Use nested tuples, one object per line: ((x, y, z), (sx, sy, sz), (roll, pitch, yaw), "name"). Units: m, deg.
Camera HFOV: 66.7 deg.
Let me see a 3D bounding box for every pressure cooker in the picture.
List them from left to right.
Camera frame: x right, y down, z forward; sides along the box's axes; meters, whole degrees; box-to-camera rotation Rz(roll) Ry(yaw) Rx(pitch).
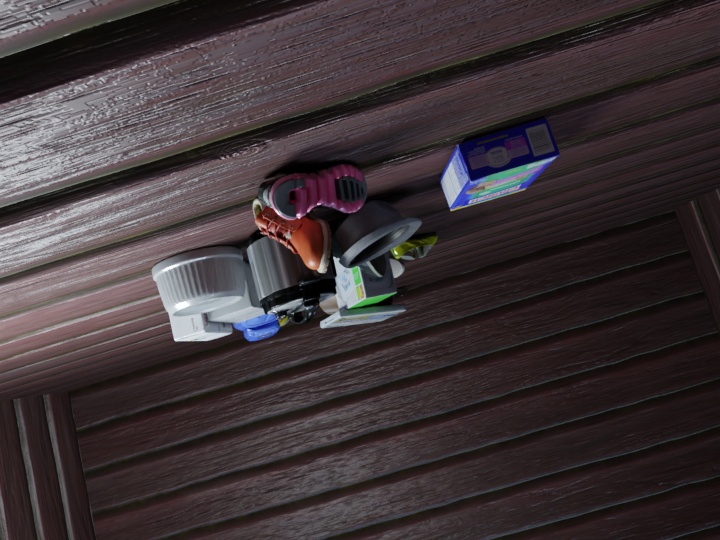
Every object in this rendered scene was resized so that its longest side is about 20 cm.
((-0.142, 0.012, 1.159), (0.176, 0.204, 0.175), (-19, 170, 18), "pressure cooker")

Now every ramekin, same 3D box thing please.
((-0.347, 0.029, 1.201), (0.196, 0.107, 0.200), (-15, 172, -2), "ramekin")

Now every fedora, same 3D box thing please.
((0.024, -0.088, 1.157), (0.198, 0.091, 0.177), (-27, 169, -23), "fedora")

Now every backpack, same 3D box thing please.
((-0.307, 0.117, 1.658), (0.160, 0.170, 0.200), (-20, 170, -21), "backpack")

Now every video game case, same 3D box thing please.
((0.004, 0.127, 1.527), (0.196, 0.023, 0.182), (-4, 167, -22), "video game case")

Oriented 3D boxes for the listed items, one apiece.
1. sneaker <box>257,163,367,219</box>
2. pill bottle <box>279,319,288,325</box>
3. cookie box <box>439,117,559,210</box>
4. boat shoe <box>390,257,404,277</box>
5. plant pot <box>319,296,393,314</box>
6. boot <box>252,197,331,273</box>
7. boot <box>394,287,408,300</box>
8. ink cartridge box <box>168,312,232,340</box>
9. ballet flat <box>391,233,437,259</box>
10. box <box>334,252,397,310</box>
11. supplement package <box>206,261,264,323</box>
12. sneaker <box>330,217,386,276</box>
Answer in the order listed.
((-0.077, -0.129, 0.878), (0.197, 0.081, 0.094), (-10, -166, -40), "sneaker")
((-0.336, 0.150, 1.991), (0.109, 0.113, 0.200), (-18, 171, 13), "pill bottle")
((0.251, -0.191, 1.026), (0.168, 0.077, 0.200), (-17, 172, -2), "cookie box")
((0.114, -0.010, 1.995), (0.092, 0.076, 0.199), (-18, -178, -37), "boat shoe")
((-0.025, 0.047, 1.701), (0.195, 0.205, 0.199), (-11, 175, 27), "plant pot")
((-0.112, -0.061, 0.878), (0.105, 0.201, 0.076), (1, 122, -27), "boot")
((0.179, 0.148, 3.169), (0.183, 0.066, 0.200), (-13, 176, -8), "boot")
((-0.409, 0.098, 1.387), (0.082, 0.148, 0.200), (-16, 172, 4), "ink cartridge box")
((0.169, -0.069, 1.686), (0.197, 0.068, 0.066), (-10, 169, -40), "ballet flat")
((0.000, 0.000, 1.429), (0.095, 0.180, 0.200), (-10, 170, -24), "box")
((-0.314, 0.059, 1.397), (0.118, 0.124, 0.200), (-17, 171, 3), "supplement package")
((-0.024, -0.047, 1.288), (0.105, 0.076, 0.200), (-12, 139, 34), "sneaker")
